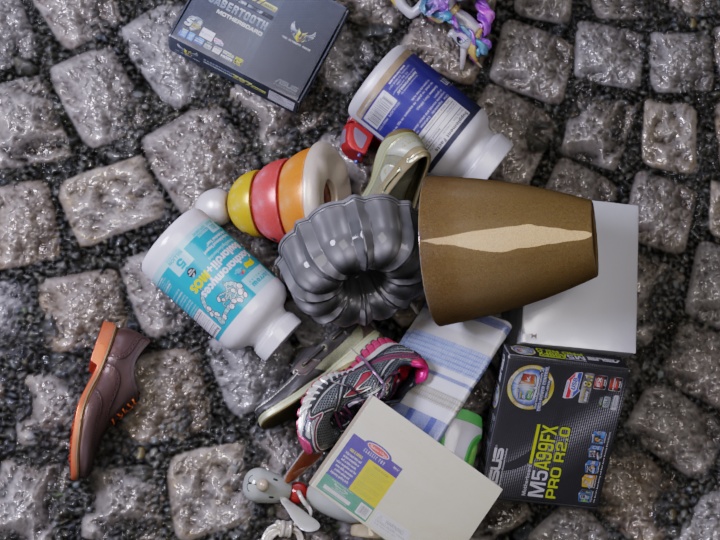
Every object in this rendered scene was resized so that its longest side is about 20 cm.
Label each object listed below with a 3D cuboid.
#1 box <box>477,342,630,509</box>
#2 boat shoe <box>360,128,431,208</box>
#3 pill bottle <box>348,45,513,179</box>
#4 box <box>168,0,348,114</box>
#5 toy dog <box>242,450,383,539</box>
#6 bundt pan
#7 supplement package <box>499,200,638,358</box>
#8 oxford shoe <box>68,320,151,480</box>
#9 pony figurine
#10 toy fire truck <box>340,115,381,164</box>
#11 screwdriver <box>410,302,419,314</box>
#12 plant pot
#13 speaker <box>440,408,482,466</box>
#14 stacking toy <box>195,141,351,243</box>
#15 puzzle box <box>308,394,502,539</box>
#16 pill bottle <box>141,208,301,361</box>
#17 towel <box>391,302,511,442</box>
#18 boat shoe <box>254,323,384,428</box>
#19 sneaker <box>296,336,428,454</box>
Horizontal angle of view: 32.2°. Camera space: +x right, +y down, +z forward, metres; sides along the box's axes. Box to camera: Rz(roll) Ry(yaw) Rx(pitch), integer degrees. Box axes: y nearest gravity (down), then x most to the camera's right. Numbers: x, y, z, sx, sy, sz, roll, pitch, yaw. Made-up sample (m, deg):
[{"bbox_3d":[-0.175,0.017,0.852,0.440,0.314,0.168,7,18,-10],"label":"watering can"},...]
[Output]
[{"bbox_3d":[0.242,0.200,1.590,0.160,0.044,0.201,8,107,-8],"label":"box"},{"bbox_3d":[0.041,-0.079,1.576,0.073,0.201,0.063,0,35,-30],"label":"boat shoe"},{"bbox_3d":[0.093,-0.187,1.614,0.200,0.116,0.116,39,75,0],"label":"pill bottle"},{"bbox_3d":[-0.138,-0.328,1.694,0.199,0.051,0.158,28,74,-2],"label":"box"},{"bbox_3d":[-0.039,0.282,1.548,0.199,0.096,0.132,-12,79,-11],"label":"toy dog"},{"bbox_3d":[0.000,0.000,1.542,0.201,0.202,0.076,-9,53,-11],"label":"bundt pan"},{"bbox_3d":[0.275,0.014,1.651,0.155,0.111,0.201,6,77,-7],"label":"supplement package"},{"bbox_3d":[-0.312,0.165,1.548,0.072,0.071,0.201,16,75,-10],"label":"oxford shoe"},{"bbox_3d":[0.137,-0.401,1.718,0.200,0.167,0.193,38,107,-2],"label":"pony figurine"},{"bbox_3d":[0.056,-0.120,1.678,0.199,0.049,0.141,23,75,-4],"label":"toy fire truck"},{"bbox_3d":[0.017,-0.022,1.656,0.028,0.029,0.200,-36,79,-14],"label":"screwdriver"},{"bbox_3d":[0.186,-0.032,1.523,0.199,0.186,0.187,-5,77,13],"label":"plant pot"},{"bbox_3d":[0.095,0.273,1.575,0.088,0.088,0.201,17,76,-5],"label":"speaker"},{"bbox_3d":[-0.119,-0.086,1.614,0.199,0.146,0.147,-3,76,20],"label":"stacking toy"},{"bbox_3d":[0.055,0.258,1.498,0.200,0.025,0.133,37,85,-7],"label":"puzzle box"},{"bbox_3d":[-0.171,0.024,1.579,0.200,0.111,0.111,41,75,2],"label":"pill bottle"},{"bbox_3d":[0.094,0.130,1.595,0.200,0.147,0.024,-57,133,-16],"label":"towel"},{"bbox_3d":[-0.061,0.125,1.597,0.201,0.072,0.066,-35,76,-21],"label":"boat shoe"},{"bbox_3d":[-0.001,0.154,1.538,0.075,0.081,0.200,20,49,41],"label":"sneaker"}]
